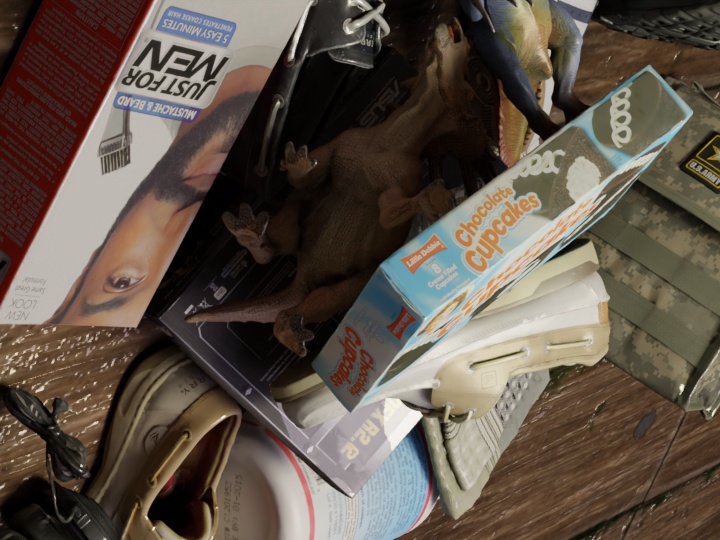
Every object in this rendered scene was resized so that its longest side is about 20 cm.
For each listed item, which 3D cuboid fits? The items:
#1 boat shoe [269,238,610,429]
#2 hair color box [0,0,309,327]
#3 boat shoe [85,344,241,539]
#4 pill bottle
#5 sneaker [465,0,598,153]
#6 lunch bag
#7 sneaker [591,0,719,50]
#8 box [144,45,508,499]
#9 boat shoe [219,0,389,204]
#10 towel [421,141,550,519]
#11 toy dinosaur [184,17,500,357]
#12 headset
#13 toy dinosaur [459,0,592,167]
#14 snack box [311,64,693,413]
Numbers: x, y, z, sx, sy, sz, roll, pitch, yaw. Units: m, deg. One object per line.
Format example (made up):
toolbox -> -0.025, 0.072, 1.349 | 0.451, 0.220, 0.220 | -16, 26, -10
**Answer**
boat shoe -> 0.050, 0.049, 1.059 | 0.199, 0.075, 0.069 | -22, 99, -16
hair color box -> -0.113, -0.073, 0.929 | 0.111, 0.064, 0.201 | 3, 121, -58
boat shoe -> -0.118, 0.141, 1.154 | 0.073, 0.069, 0.201 | -21, 139, -44
pill bottle -> -0.017, 0.128, 1.249 | 0.199, 0.109, 0.109 | -15, 134, -48
sneaker -> 0.120, -0.166, 1.164 | 0.108, 0.070, 0.201 | -32, 143, -30
lunch bag -> 0.229, -0.022, 1.386 | 0.201, 0.164, 0.117 | -57, 158, 5
sneaker -> 0.192, -0.182, 1.176 | 0.075, 0.200, 0.091 | 15, 97, -18
box -> 0.000, 0.000, 1.100 | 0.158, 0.048, 0.200 | 44, 82, -20
boat shoe -> -0.017, -0.128, 1.004 | 0.072, 0.068, 0.201 | 7, 117, -58
towel -> 0.086, 0.028, 1.255 | 0.193, 0.034, 0.201 | -56, 144, -44
toy dinosaur -> 0.003, -0.027, 1.018 | 0.200, 0.086, 0.135 | -49, 170, 20
headset -> -0.191, 0.152, 1.082 | 0.123, 0.094, 0.200 | -29, 159, -43
toy dinosaur -> 0.066, -0.146, 1.061 | 0.105, 0.182, 0.200 | -37, -177, -39
snack box -> 0.070, -0.016, 0.979 | 0.200, 0.037, 0.116 | -36, 170, -30
